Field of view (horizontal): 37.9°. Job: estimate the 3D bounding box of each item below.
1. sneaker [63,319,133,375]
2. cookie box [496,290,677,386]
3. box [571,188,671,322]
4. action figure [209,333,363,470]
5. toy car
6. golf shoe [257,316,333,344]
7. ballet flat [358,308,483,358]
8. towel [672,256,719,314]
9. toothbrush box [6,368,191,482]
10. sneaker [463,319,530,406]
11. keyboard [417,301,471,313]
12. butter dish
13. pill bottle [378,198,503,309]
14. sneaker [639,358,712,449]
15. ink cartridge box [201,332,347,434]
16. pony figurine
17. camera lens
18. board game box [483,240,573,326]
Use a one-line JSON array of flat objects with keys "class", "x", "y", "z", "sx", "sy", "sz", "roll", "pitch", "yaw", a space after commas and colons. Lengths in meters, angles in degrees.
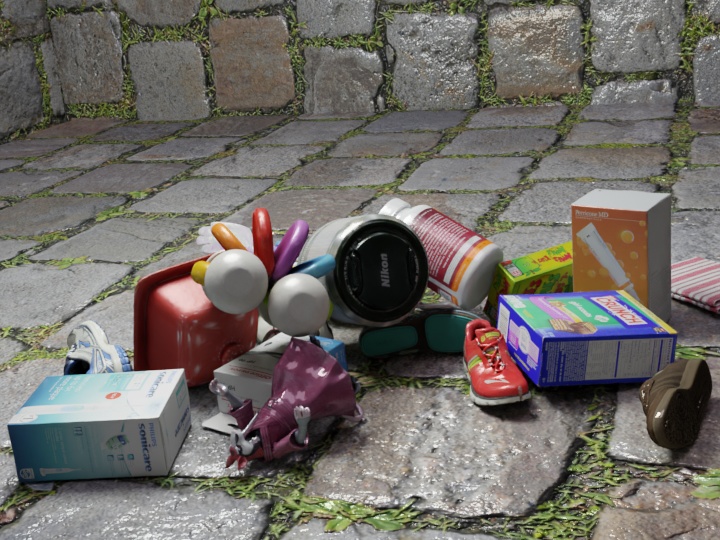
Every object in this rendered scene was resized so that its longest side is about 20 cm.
[{"class": "sneaker", "x": -0.421, "y": 0.135, "z": 1.607, "sx": 0.085, "sy": 0.078, "sz": 0.199, "roll": -22, "pitch": 23, "yaw": -29}, {"class": "cookie box", "x": 0.312, "y": 0.092, "z": 1.468, "sx": 0.198, "sy": 0.076, "sz": 0.171, "roll": -1, "pitch": 19, "yaw": -14}, {"class": "box", "x": 0.398, "y": -0.013, "z": 1.596, "sx": 0.123, "sy": 0.202, "sz": 0.097, "roll": 8, "pitch": 22, "yaw": 36}, {"class": "action figure", "x": -0.103, "y": 0.182, "z": 1.338, "sx": 0.133, "sy": 0.150, "sz": 0.200, "roll": 30, "pitch": 62, "yaw": 28}, {"class": "toy car", "x": -0.120, "y": -0.003, "z": 1.419, "sx": 0.198, "sy": 0.151, "sz": 0.175, "roll": 21, "pitch": -3, "yaw": -12}, {"class": "golf shoe", "x": -0.103, "y": 0.085, "z": 1.638, "sx": 0.077, "sy": 0.089, "sz": 0.199, "roll": -21, "pitch": 22, "yaw": -34}, {"class": "ballet flat", "x": 0.096, "y": 0.091, "z": 1.593, "sx": 0.198, "sy": 0.075, "sz": 0.074, "roll": -3, "pitch": 19, "yaw": 4}, {"class": "towel", "x": 0.563, "y": 0.024, "z": 1.716, "sx": 0.145, "sy": 0.030, "sz": 0.200, "roll": -14, "pitch": 18, "yaw": -23}, {"class": "toothbrush box", "x": -0.335, "y": 0.200, "z": 1.370, "sx": 0.198, "sy": 0.086, "sz": 0.147, "roll": -2, "pitch": 19, "yaw": 6}, {"class": "sneaker", "x": 0.177, "y": 0.123, "z": 1.442, "sx": 0.076, "sy": 0.086, "sz": 0.200, "roll": -9, "pitch": 19, "yaw": -8}, {"class": "keyboard", "x": 0.129, "y": 0.061, "z": 1.629, "sx": 0.056, "sy": 0.011, "sz": 0.200, "roll": 4, "pitch": -5, "yaw": 17}, {"class": "butter dish", "x": -0.219, "y": 0.093, "z": 1.532, "sx": 0.199, "sy": 0.201, "sz": 0.148, "roll": -19, "pitch": 40, "yaw": -36}, {"class": "pill bottle", "x": 0.118, "y": -0.032, "z": 1.661, "sx": 0.199, "sy": 0.114, "sz": 0.113, "roll": 32, "pitch": 35, "yaw": 25}, {"class": "sneaker", "x": 0.379, "y": 0.171, "z": 1.304, "sx": 0.075, "sy": 0.071, "sz": 0.200, "roll": -16, "pitch": 6, "yaw": 35}, {"class": "ink cartridge box", "x": -0.121, "y": 0.156, "z": 1.460, "sx": 0.115, "sy": 0.069, "sz": 0.199, "roll": 7, "pitch": 23, "yaw": 34}, {"class": "pony figurine", "x": -0.178, "y": 0.009, "z": 1.765, "sx": 0.191, "sy": 0.168, "sz": 0.200, "roll": -4, "pitch": 18, "yaw": -6}, {"class": "camera lens", "x": 0.000, "y": 0.000, "z": 1.563, "sx": 0.158, "sy": 0.162, "sz": 0.200, "roll": -13, "pitch": 4, "yaw": -20}, {"class": "board game box", "x": 0.297, "y": 0.017, "z": 1.680, "sx": 0.198, "sy": 0.102, "sz": 0.048, "roll": -17, "pitch": 48, "yaw": -29}]
